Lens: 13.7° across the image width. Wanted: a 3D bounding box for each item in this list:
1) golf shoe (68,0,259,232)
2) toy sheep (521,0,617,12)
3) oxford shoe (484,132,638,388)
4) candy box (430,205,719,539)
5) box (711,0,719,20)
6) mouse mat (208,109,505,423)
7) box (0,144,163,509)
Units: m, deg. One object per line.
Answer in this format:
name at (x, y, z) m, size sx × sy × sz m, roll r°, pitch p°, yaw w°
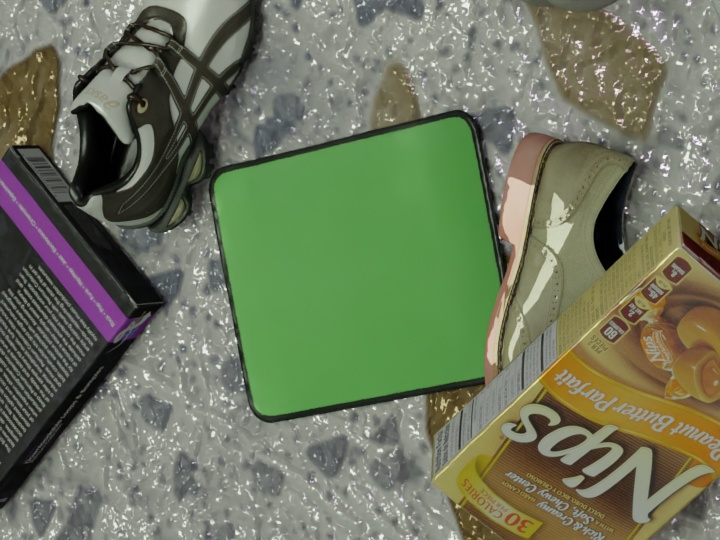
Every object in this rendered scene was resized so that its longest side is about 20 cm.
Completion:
golf shoe at (-0.122, -0.120, 1.813) m, size 0.078 × 0.094 × 0.201 m, roll 18°, pitch 101°, yaw 34°
toy sheep at (0.106, -0.208, 1.636) m, size 0.200 × 0.138 × 0.138 m, roll 39°, pitch 115°, yaw 42°
oxford shoe at (0.116, 0.026, 1.687) m, size 0.074 × 0.071 × 0.201 m, roll 8°, pitch 102°, yaw 24°
candy box at (0.146, 0.074, 1.637) m, size 0.115 × 0.055 × 0.200 m, roll 39°, pitch 112°, yaw -14°
box at (0.263, -0.137, 1.536) m, size 0.124 × 0.097 × 0.201 m, roll -35°, pitch 68°, yaw 38°
mouse mat at (0.000, 0.000, 1.796) m, size 0.200 × 0.008 × 0.162 m, roll -12°, pitch 88°, yaw 34°
box at (-0.229, 0.040, 1.933) m, size 0.143 × 0.036 × 0.200 m, roll 50°, pitch 117°, yaw 20°
